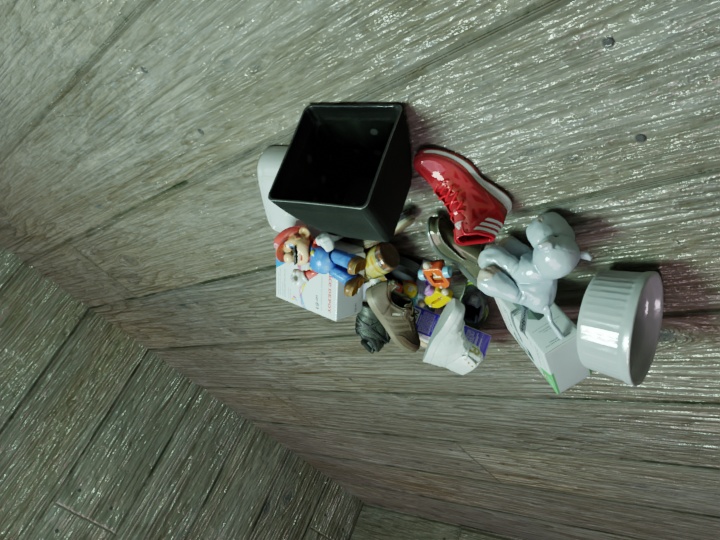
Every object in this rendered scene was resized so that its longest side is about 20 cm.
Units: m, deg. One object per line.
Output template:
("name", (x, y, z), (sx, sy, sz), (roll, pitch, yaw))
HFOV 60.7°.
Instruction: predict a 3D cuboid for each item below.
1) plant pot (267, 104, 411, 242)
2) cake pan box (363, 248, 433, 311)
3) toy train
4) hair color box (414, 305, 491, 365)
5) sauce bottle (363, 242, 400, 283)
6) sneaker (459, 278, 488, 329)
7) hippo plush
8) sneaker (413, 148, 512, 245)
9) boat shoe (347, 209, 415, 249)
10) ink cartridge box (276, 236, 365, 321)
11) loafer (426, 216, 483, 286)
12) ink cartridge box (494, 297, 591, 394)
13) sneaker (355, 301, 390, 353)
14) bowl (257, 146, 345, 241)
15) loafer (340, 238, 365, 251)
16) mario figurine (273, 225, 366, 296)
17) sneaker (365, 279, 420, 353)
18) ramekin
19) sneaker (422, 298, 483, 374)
("plant pot", (-0.014, -0.157, 1.095), (0.198, 0.202, 0.178), (9, 157, 28))
("cake pan box", (0.096, 0.028, 1.428), (0.182, 0.053, 0.201), (19, 149, 10))
("toy train", (0.124, 0.022, 1.295), (0.198, 0.056, 0.150), (-10, 138, 39))
("hair color box", (0.192, 0.152, 1.418), (0.198, 0.065, 0.110), (23, 163, 9))
("sauce bottle", (0.000, 0.000, 1.346), (0.066, 0.067, 0.199), (39, 139, -21))
("sneaker", (0.246, 0.088, 1.369), (0.073, 0.082, 0.201), (17, 149, 17))
("hippo plush", (0.300, -0.013, 1.076), (0.157, 0.202, 0.162), (6, 144, -9))
("sneaker", (0.167, -0.121, 1.066), (0.198, 0.116, 0.078), (29, 151, -4))
("boat shoe", (0.032, -0.090, 1.276), (0.199, 0.071, 0.066), (-25, 91, 53))
("ink cartridge box", (-0.090, 0.006, 1.330), (0.198, 0.084, 0.147), (17, 113, 39))
("loafer", (0.208, -0.045, 1.213), (0.199, 0.076, 0.069), (37, 138, -26))
("ink cartridge box", (0.355, 0.117, 1.211), (0.147, 0.083, 0.201), (58, -178, -41))
("sneaker", (0.069, 0.147, 1.528), (0.197, 0.116, 0.076), (9, -167, -33))
("bowl", (-0.125, -0.146, 1.261), (0.198, 0.075, 0.202), (14, 132, 24))
("loafer", (-0.049, -0.065, 1.380), (0.071, 0.063, 0.201), (-1, 139, 40))
("mario figurine", (-0.093, -0.016, 1.191), (0.198, 0.125, 0.106), (24, -177, 25))
("sneaker", (0.089, 0.100, 1.302), (0.075, 0.071, 0.200), (-25, 125, 22))
("ramekin", (0.462, 0.095, 1.096), (0.097, 0.202, 0.201), (11, 148, 38))
("sneaker", (0.212, 0.143, 1.291), (0.114, 0.074, 0.201), (21, 139, 4))
